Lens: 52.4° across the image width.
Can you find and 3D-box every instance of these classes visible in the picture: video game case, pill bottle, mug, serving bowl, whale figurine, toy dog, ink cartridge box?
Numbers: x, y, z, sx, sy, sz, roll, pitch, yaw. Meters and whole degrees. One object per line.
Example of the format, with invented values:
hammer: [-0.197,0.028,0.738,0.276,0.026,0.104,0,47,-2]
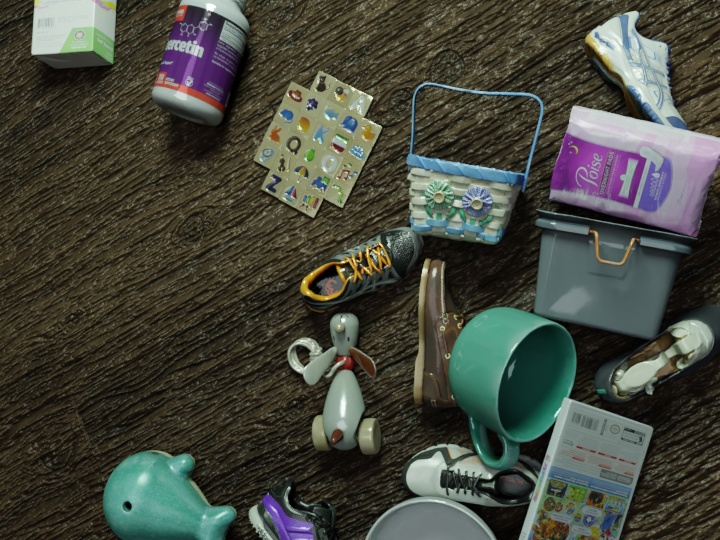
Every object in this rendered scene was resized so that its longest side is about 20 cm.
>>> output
video game case: [0.288,0.279,0.937,0.141,0.018,0.204,19,88,-20]
pill bottle: [-0.235,-0.331,1.106,0.110,0.112,0.204,16,88,14]
mug: [0.177,0.138,0.940,0.186,0.152,0.114,-51,37,-14]
serving bowl: [0.100,0.396,0.976,0.196,0.066,0.205,1,93,15]
whale figurine: [-0.281,0.345,1.054,0.197,0.104,0.162,22,89,14]
toy dog: [-0.031,0.166,1.018,0.130,0.096,0.203,-24,80,9]
ink cartridge box: [-0.462,-0.441,1.192,0.115,0.067,0.205,1,86,13]

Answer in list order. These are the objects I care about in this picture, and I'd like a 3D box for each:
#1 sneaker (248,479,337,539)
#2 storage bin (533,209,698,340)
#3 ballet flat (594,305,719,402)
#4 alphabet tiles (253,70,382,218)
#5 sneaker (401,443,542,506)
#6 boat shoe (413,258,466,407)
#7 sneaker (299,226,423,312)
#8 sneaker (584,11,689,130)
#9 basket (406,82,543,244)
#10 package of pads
sneaker: [-0.061,0.378,1.018,0.100,0.070,0.200,-46,77,3]
storage bin: [0.313,0.005,0.942,0.196,0.145,0.137,11,97,13]
ballet flat: [0.394,0.111,0.941,0.198,0.073,0.074,-32,79,8]
alphabet tiles: [-0.066,-0.191,1.108,0.164,0.006,0.203,28,91,14]
sneaker: [0.149,0.275,0.977,0.196,0.080,0.075,-4,85,14]
boat shoe: [0.114,0.086,1.008,0.069,0.070,0.205,2,93,20]
sneaker: [0.000,0.000,1.039,0.198,0.077,0.079,-31,77,7]
sneaker: [0.388,-0.259,0.976,0.087,0.075,0.202,-33,79,7]
basket: [0.148,-0.142,0.986,0.173,0.139,0.205,8,95,13]
package of pads: [0.352,-0.130,0.942,0.197,0.076,0.123,18,122,19]
